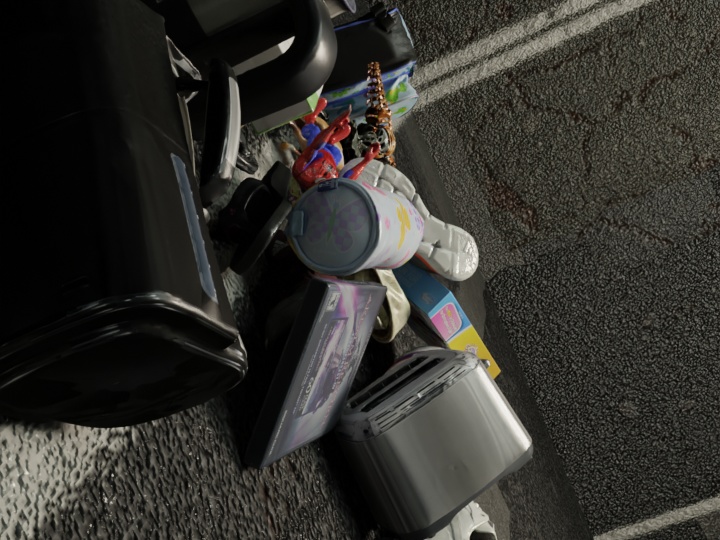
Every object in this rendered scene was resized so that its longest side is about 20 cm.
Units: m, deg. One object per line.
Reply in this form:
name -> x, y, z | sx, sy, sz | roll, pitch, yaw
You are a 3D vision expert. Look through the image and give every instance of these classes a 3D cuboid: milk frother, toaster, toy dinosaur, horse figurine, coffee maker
milk frother -> -0.090, -0.192, 0.734 | 0.200, 0.187, 0.182 | 3, 66, -76
toaster -> 0.060, 0.164, 0.841 | 0.130, 0.199, 0.113 | 62, -21, -8
toy dinosaur -> -0.001, -0.162, 1.135 | 0.135, 0.102, 0.202 | -6, 87, -48
horse figurine -> -0.054, -0.139, 1.025 | 0.132, 0.050, 0.201 | 39, 21, -48
coffee maker -> -0.149, -0.037, 0.421 | 0.191, 0.134, 0.201 | 14, 49, -46

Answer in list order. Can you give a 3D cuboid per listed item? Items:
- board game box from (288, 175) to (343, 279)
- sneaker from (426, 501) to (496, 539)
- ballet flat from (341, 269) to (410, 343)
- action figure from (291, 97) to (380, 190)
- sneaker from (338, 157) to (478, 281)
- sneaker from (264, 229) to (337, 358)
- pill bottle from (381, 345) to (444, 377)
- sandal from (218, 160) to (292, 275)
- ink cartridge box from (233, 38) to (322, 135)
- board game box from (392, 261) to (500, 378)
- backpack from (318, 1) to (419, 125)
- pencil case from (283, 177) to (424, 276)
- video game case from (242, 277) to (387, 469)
board game box -> -0.034, -0.028, 1.058 | 0.200, 0.032, 0.121 | 41, 25, -62
sneaker -> 0.094, 0.267, 0.916 | 0.200, 0.099, 0.076 | -59, 156, -69
ballet flat -> 0.000, 0.000, 0.968 | 0.201, 0.067, 0.063 | 57, 45, -29
action figure -> -0.021, -0.135, 0.891 | 0.065, 0.099, 0.201 | 43, 25, -21
sneaker -> 0.044, -0.050, 1.016 | 0.200, 0.077, 0.082 | 40, -19, -18
sneaker -> -0.066, 0.012, 0.798 | 0.116, 0.075, 0.200 | 58, 7, 8
pill bottle -> 0.078, 0.148, 1.023 | 0.200, 0.111, 0.112 | -2, 70, -82
sandal -> -0.099, -0.054, 0.771 | 0.048, 0.076, 0.201 | 34, 15, -15
ink cartridge box -> -0.089, -0.236, 0.897 | 0.118, 0.067, 0.200 | 61, 18, -25
board game box -> 0.091, 0.057, 1.127 | 0.153, 0.040, 0.200 | 41, -8, 42
backpack -> -0.009, -0.270, 1.236 | 0.200, 0.182, 0.148 | -82, 152, -84
pencil case -> 0.000, -0.038, 0.825 | 0.200, 0.090, 0.084 | -6, 85, -73
video game case -> -0.029, 0.077, 0.714 | 0.200, 0.019, 0.144 | 7, 104, -75
